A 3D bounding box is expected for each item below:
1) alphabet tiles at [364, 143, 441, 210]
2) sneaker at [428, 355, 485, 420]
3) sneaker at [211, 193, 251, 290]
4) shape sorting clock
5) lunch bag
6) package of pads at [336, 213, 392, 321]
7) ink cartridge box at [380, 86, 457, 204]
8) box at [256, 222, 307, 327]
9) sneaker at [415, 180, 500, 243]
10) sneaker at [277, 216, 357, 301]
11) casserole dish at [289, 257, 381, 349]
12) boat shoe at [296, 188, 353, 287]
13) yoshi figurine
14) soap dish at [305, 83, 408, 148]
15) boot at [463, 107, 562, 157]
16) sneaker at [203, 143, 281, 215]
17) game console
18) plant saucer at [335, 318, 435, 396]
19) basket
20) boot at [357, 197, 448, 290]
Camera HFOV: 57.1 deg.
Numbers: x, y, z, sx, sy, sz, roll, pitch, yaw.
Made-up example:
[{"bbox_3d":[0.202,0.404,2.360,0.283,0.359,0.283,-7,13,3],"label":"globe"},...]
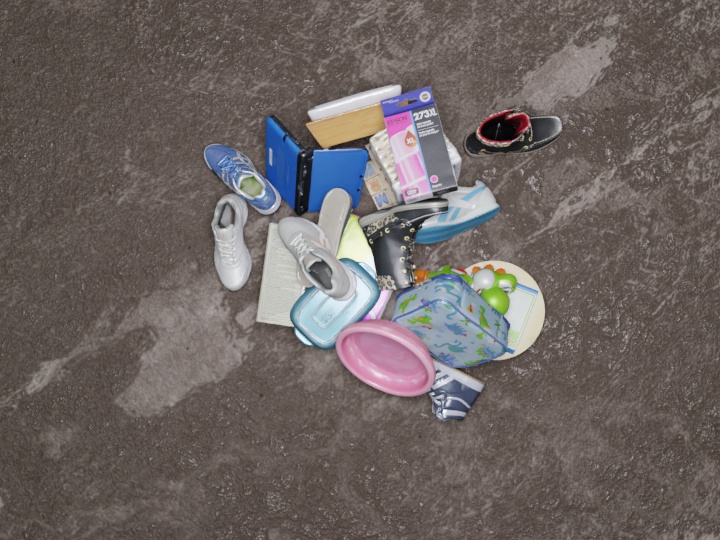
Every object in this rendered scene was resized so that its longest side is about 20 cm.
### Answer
[{"bbox_3d":[0.097,-0.189,1.361,0.166,0.006,0.200,-25,89,3],"label":"alphabet tiles"},{"bbox_3d":[0.139,0.229,1.331,0.200,0.070,0.109,26,91,0],"label":"sneaker"},{"bbox_3d":[-0.270,-0.058,1.339,0.078,0.099,0.201,-5,90,4],"label":"sneaker"},{"bbox_3d":[0.268,0.080,1.335,0.199,0.039,0.201,-1,82,10],"label":"shape sorting clock"},{"bbox_3d":[0.166,0.098,1.238,0.200,0.083,0.161,37,137,-24],"label":"lunch bag"},{"bbox_3d":[0.000,0.000,1.337,0.154,0.068,0.200,24,91,2],"label":"package of pads"},{"bbox_3d":[0.099,-0.223,1.150,0.094,0.037,0.200,-14,77,7],"label":"ink cartridge box"},{"bbox_3d":[-0.147,0.008,1.342,0.095,0.078,0.201,10,91,3],"label":"box"},{"bbox_3d":[0.173,-0.115,1.314,0.200,0.077,0.081,-20,71,-15],"label":"sneaker"},{"bbox_3d":[-0.088,-0.030,1.208,0.076,0.092,0.200,-47,72,10],"label":"sneaker"},{"bbox_3d":[-0.049,0.066,1.286,0.121,0.039,0.200,44,91,-1],"label":"casserole dish"},{"bbox_3d":[-0.062,-0.058,1.286,0.073,0.063,0.200,21,89,19],"label":"boat shoe"},{"bbox_3d":[0.204,0.049,1.283,0.199,0.112,0.112,-3,98,7],"label":"yoshi figurine"},{"bbox_3d":[-0.003,-0.303,1.298,0.200,0.157,0.081,-14,106,4],"label":"soap dish"},{"bbox_3d":[0.303,-0.269,1.274,0.199,0.151,0.073,-8,90,4],"label":"boot"},{"bbox_3d":[-0.241,-0.196,1.338,0.200,0.077,0.076,38,86,14],"label":"sneaker"},{"bbox_3d":[-0.091,-0.206,1.291,0.118,0.200,0.171,-33,71,-23],"label":"game console"},{"bbox_3d":[0.052,0.160,1.257,0.200,0.201,0.051,27,52,3],"label":"plant saucer"},{"bbox_3d":[0.104,-0.209,1.260,0.135,0.200,0.124,-29,84,3],"label":"basket"},{"bbox_3d":[0.092,-0.048,1.230,0.203,0.073,0.154,-11,93,43],"label":"boot"}]
